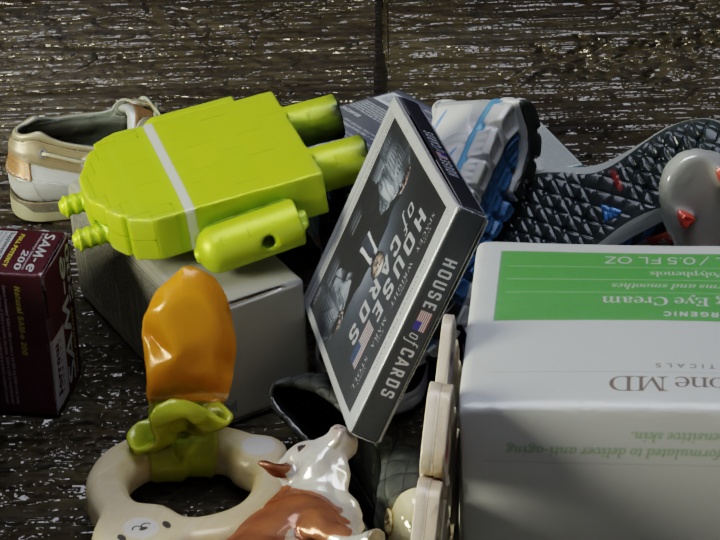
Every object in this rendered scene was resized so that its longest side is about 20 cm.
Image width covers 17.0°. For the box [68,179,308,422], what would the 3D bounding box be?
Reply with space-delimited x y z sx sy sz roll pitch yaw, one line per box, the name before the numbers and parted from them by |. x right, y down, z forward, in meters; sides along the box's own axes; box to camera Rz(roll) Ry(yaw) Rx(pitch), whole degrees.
box | -0.116 0.011 1.591 0.077 0.096 0.200 -19 36 -24

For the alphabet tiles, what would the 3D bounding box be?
alphabet tiles | 0.042 0.132 1.270 0.014 0.200 0.197 5 71 6

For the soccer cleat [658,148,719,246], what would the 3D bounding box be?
soccer cleat | 0.249 -0.013 1.541 0.069 0.200 0.078 -47 31 6

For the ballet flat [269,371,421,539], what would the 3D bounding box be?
ballet flat | -0.003 0.120 1.427 0.056 0.067 0.200 6 18 -24

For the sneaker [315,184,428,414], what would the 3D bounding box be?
sneaker | 0.000 0.000 1.580 0.072 0.113 0.200 -7 31 -4

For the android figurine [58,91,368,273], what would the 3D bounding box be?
android figurine | -0.097 -0.060 1.566 0.199 0.041 0.182 -18 35 -11

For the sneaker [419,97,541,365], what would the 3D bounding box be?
sneaker | 0.040 -0.026 1.540 0.086 0.075 0.201 14 64 35

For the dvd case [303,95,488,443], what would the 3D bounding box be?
dvd case | 0.017 -0.005 1.440 0.025 0.151 0.200 20 17 -16

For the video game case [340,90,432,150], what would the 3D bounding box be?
video game case | -0.032 -0.083 1.723 0.199 0.019 0.143 -18 23 -18

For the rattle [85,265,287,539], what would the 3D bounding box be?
rattle | -0.106 0.115 1.385 0.129 0.144 0.200 25 31 8

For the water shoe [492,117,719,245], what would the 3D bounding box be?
water shoe | 0.161 -0.034 1.582 0.199 0.079 0.072 -19 68 10

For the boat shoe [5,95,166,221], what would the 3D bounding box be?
boat shoe | -0.163 -0.089 1.780 0.199 0.069 0.075 -13 33 -17

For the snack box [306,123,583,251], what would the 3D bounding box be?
snack box | 0.050 -0.066 1.755 0.198 0.037 0.116 -12 31 -15

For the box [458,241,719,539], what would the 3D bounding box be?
box | 0.154 0.109 1.308 0.197 0.201 0.172 1 33 7

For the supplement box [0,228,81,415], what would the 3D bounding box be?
supplement box | -0.287 0.028 1.560 0.198 0.110 0.061 4 32 10

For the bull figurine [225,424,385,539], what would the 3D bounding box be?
bull figurine | -0.042 0.166 1.322 0.121 0.065 0.200 4 40 46

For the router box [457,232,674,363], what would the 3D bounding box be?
router box | 0.143 0.027 1.585 0.178 0.049 0.200 -11 33 -13
